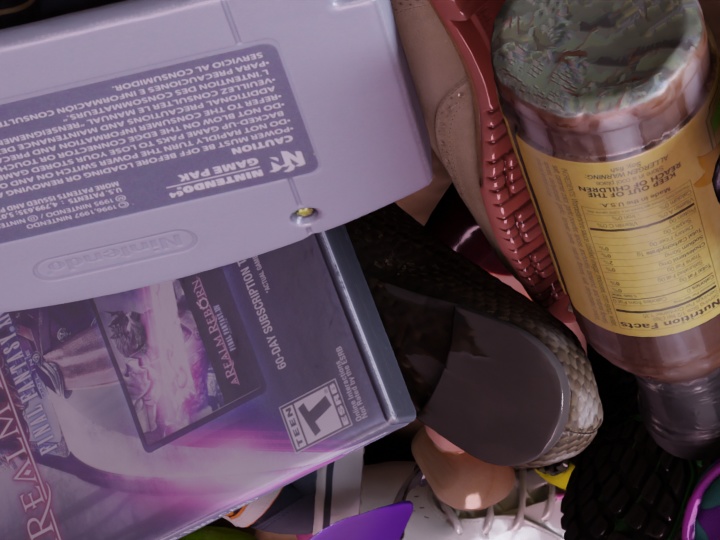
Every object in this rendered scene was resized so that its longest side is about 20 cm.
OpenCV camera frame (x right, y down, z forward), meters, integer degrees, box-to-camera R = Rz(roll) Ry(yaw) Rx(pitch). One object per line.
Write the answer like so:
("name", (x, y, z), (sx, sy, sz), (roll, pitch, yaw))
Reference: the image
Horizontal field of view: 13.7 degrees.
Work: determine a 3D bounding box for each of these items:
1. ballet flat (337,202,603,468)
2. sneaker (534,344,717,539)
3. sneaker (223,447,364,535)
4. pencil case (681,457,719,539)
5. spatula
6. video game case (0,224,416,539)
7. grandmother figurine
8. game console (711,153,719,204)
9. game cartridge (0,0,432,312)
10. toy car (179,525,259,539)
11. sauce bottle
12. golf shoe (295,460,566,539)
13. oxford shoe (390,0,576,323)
("ballet flat", (0.000, 0.000, 0.960), (0.046, 0.200, 0.068), (-5, 123, -55))
("sneaker", (0.122, 0.078, 1.084), (0.085, 0.200, 0.078), (34, 98, -11))
("sneaker", (-0.034, 0.028, 1.063), (0.079, 0.079, 0.201), (3, 138, -3))
("pencil case", (0.195, 0.076, 0.992), (0.199, 0.085, 0.093), (-14, 130, -44))
("spatula", (0.022, 0.083, 1.111), (0.200, 0.021, 0.057), (-35, 158, -56))
("video game case", (-0.087, 0.022, 0.977), (0.199, 0.144, 0.019), (-28, 167, 29))
("grandmother figurine", (0.056, -0.014, 1.024), (0.060, 0.121, 0.201), (25, 139, 22))
("game console", (0.182, -0.075, 0.888), (0.200, 0.116, 0.176), (30, 101, -43))
("game cartridge", (-0.083, -0.041, 0.870), (0.199, 0.041, 0.133), (-12, 143, 4))
("toy car", (-0.147, 0.185, 1.198), (0.199, 0.165, 0.158), (-14, 147, 26))
("sauce bottle", (0.087, -0.011, 0.891), (0.064, 0.065, 0.200), (-15, 144, 6))
("golf shoe", (0.063, 0.097, 1.204), (0.199, 0.076, 0.092), (10, 130, -38))
("oxford shoe", (0.039, -0.071, 0.915), (0.071, 0.074, 0.201), (-37, 130, -23))
